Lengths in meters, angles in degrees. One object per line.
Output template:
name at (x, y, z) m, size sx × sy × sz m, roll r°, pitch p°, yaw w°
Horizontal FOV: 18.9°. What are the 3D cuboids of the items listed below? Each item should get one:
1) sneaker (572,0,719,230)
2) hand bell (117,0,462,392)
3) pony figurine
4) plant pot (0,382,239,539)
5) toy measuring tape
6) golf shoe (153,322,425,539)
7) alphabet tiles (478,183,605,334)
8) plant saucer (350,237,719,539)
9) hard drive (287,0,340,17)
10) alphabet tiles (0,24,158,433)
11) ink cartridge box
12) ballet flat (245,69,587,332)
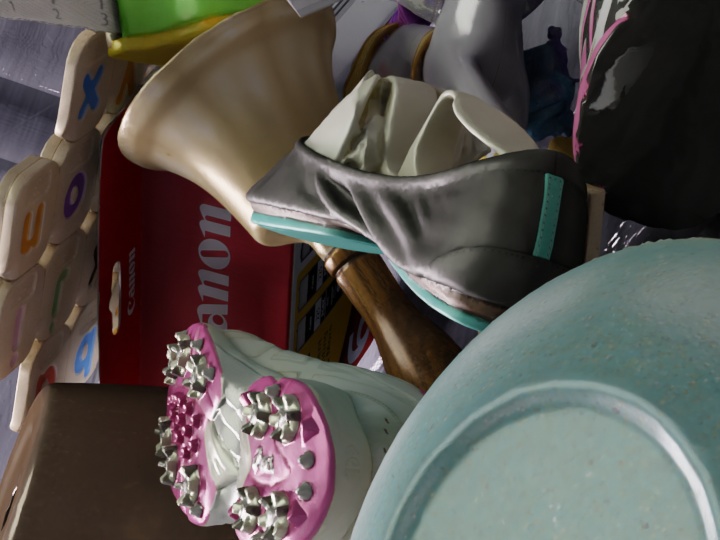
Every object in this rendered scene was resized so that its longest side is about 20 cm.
sneaker at (0.110, -0.120, 0.709) m, size 0.086 × 0.080 × 0.201 m, roll -101°, pitch 32°, yaw -70°
hand bell at (0.000, 0.000, 0.851) m, size 0.104 × 0.200 × 0.104 m, roll -32°, pitch -17°, yaw -11°
pony figurine at (0.050, -0.123, 0.881) m, size 0.200 × 0.166 × 0.194 m, roll -148°, pitch 68°, yaw -64°
plant pot at (-0.072, 0.126, 0.942) m, size 0.200 × 0.174 × 0.201 m, roll -160°, pitch 90°, yaw -78°
toy measuring tape at (-0.077, -0.114, 0.888) m, size 0.073 × 0.200 × 0.074 m, roll -2°, pitch 87°, yaw 37°
golf shoe at (-0.019, 0.066, 0.815) m, size 0.200 × 0.091 × 0.076 m, roll -155°, pitch 72°, yaw -67°
alphabet tiles at (0.056, 0.068, 0.727) m, size 0.166 × 0.006 × 0.201 m, roll -140°, pitch 55°, yaw -78°
plant saucer at (0.053, 0.083, 0.518) m, size 0.201 × 0.039 × 0.202 m, roll -21°, pitch 59°, yaw 39°
hard drive at (0.055, -0.184, 0.794) m, size 0.026 × 0.199 × 0.132 m, roll 49°, pitch -155°, yaw -53°
alphabet tiles at (-0.120, -0.032, 0.982) m, size 0.200 × 0.015 × 0.196 m, roll -50°, pitch -25°, yaw -60°
ink cartridge box at (-0.053, -0.011, 1.031) m, size 0.176 × 0.084 × 0.201 m, roll -55°, pitch -25°, yaw -52°
ballet flat at (0.022, -0.028, 0.732) m, size 0.200 × 0.068 × 0.069 m, roll 24°, pitch 100°, yaw 61°
